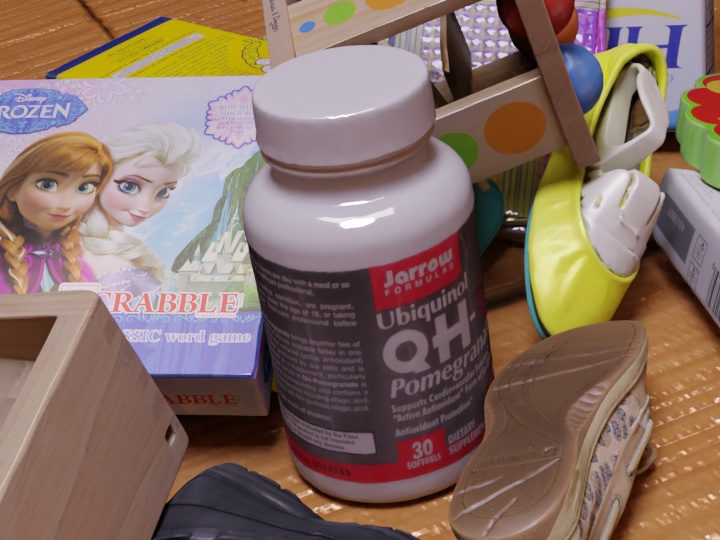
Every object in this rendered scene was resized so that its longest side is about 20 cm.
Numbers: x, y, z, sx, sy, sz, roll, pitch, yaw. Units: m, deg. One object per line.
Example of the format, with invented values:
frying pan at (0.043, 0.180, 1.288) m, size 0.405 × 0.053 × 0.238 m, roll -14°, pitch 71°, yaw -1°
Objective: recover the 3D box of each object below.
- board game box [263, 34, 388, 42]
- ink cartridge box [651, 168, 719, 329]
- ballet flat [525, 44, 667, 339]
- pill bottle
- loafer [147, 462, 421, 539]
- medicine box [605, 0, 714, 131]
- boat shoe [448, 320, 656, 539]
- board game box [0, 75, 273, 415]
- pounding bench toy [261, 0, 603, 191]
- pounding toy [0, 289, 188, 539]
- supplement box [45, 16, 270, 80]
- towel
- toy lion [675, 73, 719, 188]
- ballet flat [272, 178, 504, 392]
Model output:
board game box at (0.036, -0.120, 0.983) m, size 0.096 × 0.030 × 0.200 m, roll -44°, pitch 71°, yaw -7°
ink cartridge box at (0.277, 0.003, 0.820) m, size 0.198 × 0.058 × 0.163 m, roll 7°, pitch 26°, yaw -14°
ballet flat at (0.137, -0.051, 0.835) m, size 0.067 × 0.067 × 0.201 m, roll -25°, pitch 38°, yaw 41°
pill bottle at (0.004, 0.001, 0.720) m, size 0.110 × 0.202 × 0.111 m, roll -7°, pitch 30°, yaw 4°
loafer at (-0.019, 0.139, 0.626) m, size 0.200 × 0.069 × 0.070 m, roll 15°, pitch 44°, yaw 45°
medicine box at (0.146, -0.200, 1.026) m, size 0.180 × 0.202 × 0.103 m, roll 0°, pitch 15°, yaw 17°
boat shoe at (0.093, 0.087, 0.698) m, size 0.073 × 0.063 × 0.200 m, roll -10°, pitch 22°, yaw 31°
board game box at (-0.137, -0.018, 0.814) m, size 0.198 × 0.041 × 0.201 m, roll -1°, pitch 54°, yaw 7°
pounding bench toy at (0.038, -0.142, 0.837) m, size 0.155 × 0.125 × 0.201 m, roll -21°, pitch 42°, yaw 9°
pounding toy at (-0.191, 0.108, 0.673) m, size 0.198 × 0.143 × 0.185 m, roll -4°, pitch 44°, yaw 24°
supplement box at (-0.097, -0.085, 0.995) m, size 0.199 × 0.110 × 0.109 m, roll 20°, pitch 42°, yaw 41°
towel at (0.082, -0.114, 0.945) m, size 0.142 × 0.023 × 0.202 m, roll 3°, pitch 73°, yaw 8°
toy lion at (0.287, -0.069, 0.858) m, size 0.190 × 0.069 × 0.200 m, roll -11°, pitch 31°, yaw -22°
ballet flat at (0.000, 0.000, 0.864) m, size 0.067 × 0.067 × 0.200 m, roll 2°, pitch 35°, yaw 48°
